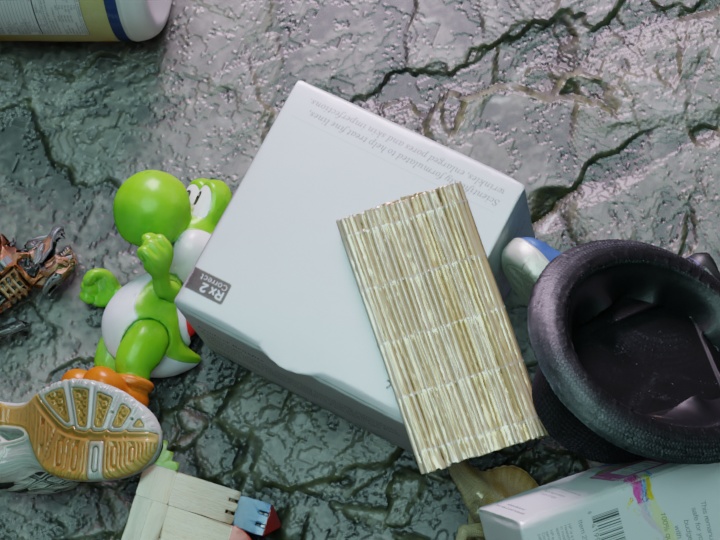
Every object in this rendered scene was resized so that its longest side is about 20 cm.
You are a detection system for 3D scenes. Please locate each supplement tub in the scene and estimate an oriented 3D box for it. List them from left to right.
[{"bbox_3d":[-0.256,-0.255,1.745,0.199,0.144,0.145,1,74,8],"label":"supplement tub"}]

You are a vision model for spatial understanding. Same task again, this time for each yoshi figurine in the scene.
[{"bbox_3d":[-0.172,0.007,1.681,0.112,0.112,0.201,19,75,19],"label":"yoshi figurine"}]

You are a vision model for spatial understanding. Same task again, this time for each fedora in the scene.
[{"bbox_3d":[0.188,0.073,1.521,0.200,0.092,0.202,17,49,-20],"label":"fedora"}]

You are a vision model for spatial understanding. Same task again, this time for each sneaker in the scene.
[{"bbox_3d":[-0.218,0.128,1.639,0.199,0.088,0.076,-3,71,32],"label":"sneaker"},{"bbox_3d":[0.201,0.016,1.613,0.200,0.077,0.111,41,80,-13],"label":"sneaker"}]

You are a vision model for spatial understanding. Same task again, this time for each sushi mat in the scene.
[{"bbox_3d":[0.057,0.038,1.551,0.095,0.012,0.201,-19,73,2],"label":"sushi mat"}]

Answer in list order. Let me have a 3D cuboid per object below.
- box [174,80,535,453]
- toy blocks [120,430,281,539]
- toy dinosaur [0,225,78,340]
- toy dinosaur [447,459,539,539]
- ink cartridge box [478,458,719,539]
[{"bbox_3d":[0.000,0.000,1.644,0.198,0.131,0.201,26,79,14],"label":"box"},{"bbox_3d":[-0.117,0.235,1.620,0.136,0.100,0.201,17,78,-4],"label":"toy blocks"},{"bbox_3d":[-0.327,-0.001,1.715,0.199,0.102,0.137,-18,89,-20],"label":"toy dinosaur"},{"bbox_3d":[0.093,0.179,1.591,0.200,0.058,0.101,41,58,-17],"label":"toy dinosaur"},{"bbox_3d":[0.201,0.208,1.530,0.199,0.085,0.145,-16,96,-16],"label":"ink cartridge box"}]
